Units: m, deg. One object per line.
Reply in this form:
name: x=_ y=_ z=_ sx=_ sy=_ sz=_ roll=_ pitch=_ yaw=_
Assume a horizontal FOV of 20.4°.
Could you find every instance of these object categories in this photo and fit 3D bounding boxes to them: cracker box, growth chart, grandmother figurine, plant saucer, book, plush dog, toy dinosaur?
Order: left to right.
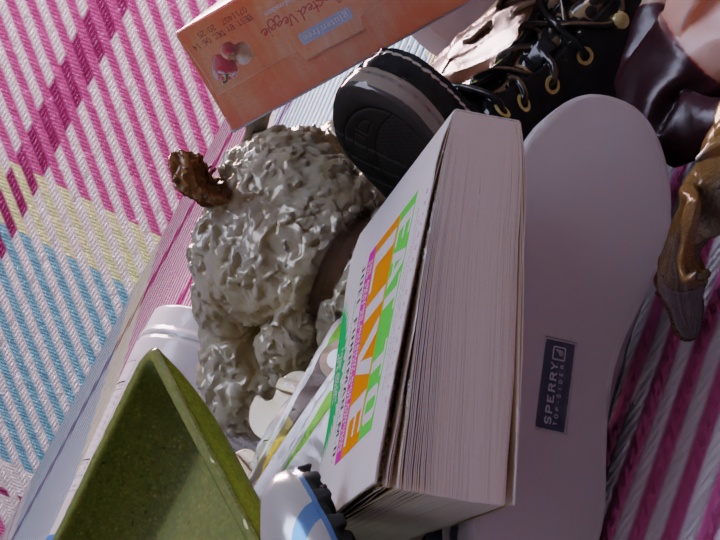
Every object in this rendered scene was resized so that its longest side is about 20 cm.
plant saucer: x=-0.080 y=0.170 z=0.861 sx=0.201 sy=0.048 sz=0.200 roll=-62 pitch=36 yaw=22
plush dog: x=0.000 y=0.000 z=1.008 sx=0.201 sy=0.171 sz=0.161 roll=-60 pitch=-30 yaw=-11
growth chart: x=0.001 y=0.081 z=0.886 sx=0.200 sy=0.018 sz=0.145 roll=-51 pitch=43 yaw=5
cracker box: x=0.003 y=-0.145 z=0.982 sx=0.133 sy=0.058 sz=0.200 roll=-27 pitch=12 yaw=20
book: x=0.020 y=0.030 z=0.763 sx=0.200 sy=0.048 sz=0.135 roll=127 pitch=152 yaw=-75
grandmother figurine: x=0.136 y=-0.092 z=0.812 sx=0.201 sy=0.060 sz=0.122 roll=-58 pitch=17 yaw=25
toy dinosaur: x=0.144 y=-0.056 z=0.685 sx=0.201 sy=0.060 sz=0.106 roll=-58 pitch=10 yaw=28

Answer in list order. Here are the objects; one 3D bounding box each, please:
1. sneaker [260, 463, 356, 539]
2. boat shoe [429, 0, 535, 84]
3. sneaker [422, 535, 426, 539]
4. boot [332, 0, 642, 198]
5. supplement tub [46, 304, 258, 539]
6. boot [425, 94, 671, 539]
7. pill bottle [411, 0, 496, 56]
sneaker: x=-0.017 y=0.165 z=0.698 sx=0.072 sy=0.072 sz=0.202 roll=83 pitch=178 yaw=-68
boat shoe: x=0.086 y=-0.109 z=1.069 sx=0.200 sy=0.075 sz=0.072 roll=4 pitch=73 yaw=69
sneaker: x=-0.053 y=0.139 z=0.946 sx=0.199 sy=0.073 sz=0.082 roll=-22 pitch=27 yaw=27
boot: x=0.072 y=-0.084 z=0.878 sx=0.151 sy=0.073 sz=0.200 roll=-58 pitch=-34 yaw=-9
supplement tub: x=-0.120 y=0.140 z=1.329 sx=0.201 sy=0.131 sz=0.132 roll=-66 pitch=10 yaw=-18
boot: x=0.065 y=0.034 z=0.791 sx=0.090 sy=0.072 sz=0.202 roll=135 pitch=152 yaw=-70
pill bottle: x=0.098 y=-0.223 z=1.176 sx=0.112 sy=0.112 sz=0.201 roll=-45 pitch=21 yaw=60
